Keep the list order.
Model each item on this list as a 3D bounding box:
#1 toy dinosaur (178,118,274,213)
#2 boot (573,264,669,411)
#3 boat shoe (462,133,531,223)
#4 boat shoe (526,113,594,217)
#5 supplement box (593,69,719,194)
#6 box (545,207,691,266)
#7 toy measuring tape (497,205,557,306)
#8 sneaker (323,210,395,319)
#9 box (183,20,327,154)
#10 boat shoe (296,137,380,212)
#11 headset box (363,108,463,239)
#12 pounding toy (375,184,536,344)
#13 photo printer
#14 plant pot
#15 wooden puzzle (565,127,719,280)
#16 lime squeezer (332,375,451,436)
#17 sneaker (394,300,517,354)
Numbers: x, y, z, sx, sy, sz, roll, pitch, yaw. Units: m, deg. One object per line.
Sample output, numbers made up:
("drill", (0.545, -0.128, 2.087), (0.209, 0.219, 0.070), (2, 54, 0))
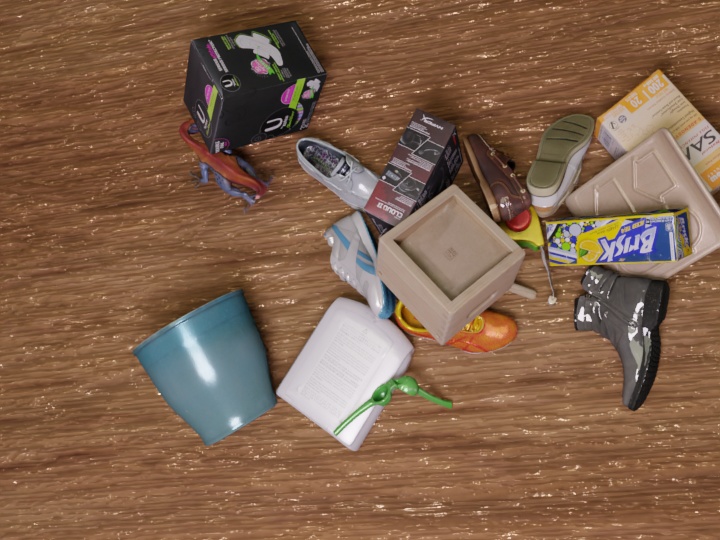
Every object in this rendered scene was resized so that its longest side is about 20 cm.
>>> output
("toy dinosaur", (-0.236, -0.199, 1.286), (0.181, 0.199, 0.106), (42, 70, -13))
("boot", (0.385, 0.098, 1.124), (0.129, 0.067, 0.205), (12, 97, 37))
("boat shoe", (0.216, -0.154, 1.184), (0.069, 0.071, 0.203), (-22, 47, 8))
("boat shoe", (0.316, -0.170, 1.183), (0.074, 0.069, 0.201), (18, 55, 31))
("supplement box", (0.477, -0.191, 1.159), (0.125, 0.074, 0.202), (-37, 73, 3))
("box", (0.377, -0.048, 1.096), (0.197, 0.064, 0.072), (-2, 99, 44))
("toy measuring tape", (0.257, -0.038, 1.177), (0.072, 0.074, 0.205), (-12, 75, 9))
("sneaker", (0.000, 0.000, 1.214), (0.079, 0.077, 0.203), (-26, 54, 7))
("box", (-0.181, -0.308, 1.252), (0.197, 0.149, 0.126), (-20, 70, -29))
("boat shoe", (-0.032, -0.164, 1.266), (0.199, 0.072, 0.071), (32, 85, 17))
("headset box", (0.085, -0.130, 1.193), (0.076, 0.149, 0.203), (27, 85, 18))
("pounding toy", (0.154, -0.002, 1.125), (0.198, 0.143, 0.184), (-35, 67, -21))
("photo printer", (-0.019, 0.156, 1.192), (0.165, 0.069, 0.202), (31, 85, 16))
("plant pot", (-0.229, 0.162, 1.184), (0.197, 0.200, 0.191), (-30, 88, 4))
("wooden puzzle", (0.430, -0.082, 1.114), (0.200, 0.046, 0.188), (-40, 72, 42))
("lime squeezer", (0.049, 0.197, 1.137), (0.195, 0.072, 0.038), (-11, 40, -17))
("sneaker", (0.148, 0.087, 1.168), (0.195, 0.077, 0.075), (5, 76, 12))
